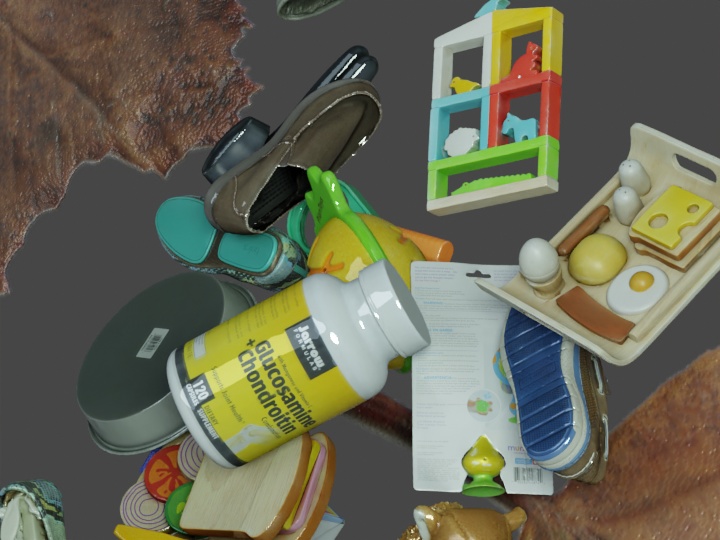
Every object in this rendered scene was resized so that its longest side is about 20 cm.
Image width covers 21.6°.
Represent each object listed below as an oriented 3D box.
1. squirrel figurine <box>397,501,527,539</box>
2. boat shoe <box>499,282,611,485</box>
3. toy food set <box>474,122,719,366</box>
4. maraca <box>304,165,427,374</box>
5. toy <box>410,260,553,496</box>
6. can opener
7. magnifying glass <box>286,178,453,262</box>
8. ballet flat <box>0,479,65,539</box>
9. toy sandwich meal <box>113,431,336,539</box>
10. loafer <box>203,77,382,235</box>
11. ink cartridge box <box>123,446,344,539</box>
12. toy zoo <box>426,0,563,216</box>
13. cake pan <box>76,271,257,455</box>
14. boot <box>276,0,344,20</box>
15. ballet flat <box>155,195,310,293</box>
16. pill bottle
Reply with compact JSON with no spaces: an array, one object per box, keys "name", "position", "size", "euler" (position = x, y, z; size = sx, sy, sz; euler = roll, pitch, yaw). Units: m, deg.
[{"name":"squirrel figurine","position":[0.060,0.254,1.474],"size":[0.200,0.141,0.187],"euler":[-121,37,-61]},{"name":"boat shoe","position":[0.160,0.089,1.512],"size":[0.072,0.072,0.200],"euler":[-26,39,28]},{"name":"toy food set","position":[0.205,-0.026,1.490],"size":[0.200,0.060,0.143],"euler":[-45,45,-16]},{"name":"maraca","position":[0.000,0.000,1.649],"size":[0.107,0.137,0.200],"euler":[-22,67,-18]},{"name":"toy","position":[0.097,0.093,1.569],"size":[0.047,0.115,0.200],"euler":[105,167,-64]},{"name":"can opener","position":[-0.058,-0.134,1.798],"size":[0.200,0.079,0.063],"euler":[-41,43,10]},{"name":"magnifying glass","position":[0.006,-0.036,1.732],"size":[0.200,0.022,0.080],"euler":[18,86,42]},{"name":"ballet flat","position":[-0.319,0.295,1.843],"size":[0.074,0.074,0.200],"euler":[-37,54,25]},{"name":"toy sandwich meal","position":[-0.121,0.190,1.607],"size":[0.205,0.070,0.205],"euler":[-14,50,17]},{"name":"loafer","position":[-0.049,-0.096,1.736],"size":[0.200,0.073,0.071],"euler":[-43,41,-9]},{"name":"ink cartridge box","position":[-0.126,0.221,1.712],"size":[0.200,0.076,0.137],"euler":[40,101,44]},{"name":"toy zoo","position":[0.120,-0.155,1.679],"size":[0.131,0.020,0.200],"euler":[-10,68,38]},{"name":"cake pan","position":[-0.183,0.079,1.738],"size":[0.200,0.037,0.200],"euler":[-26,36,21]},{"name":"boot","position":[-0.026,-0.366,1.850],"size":[0.182,0.073,0.200],"euler":[-33,47,44]},{"name":"ballet flat","position":[-0.120,-0.020,1.803],"size":[0.200,0.074,0.074],"euler":[25,91,47]},{"name":"pill bottle","position":[-0.049,0.071,1.538],"size":[0.200,0.112,0.112],"euler":[-29,55,9]}]
